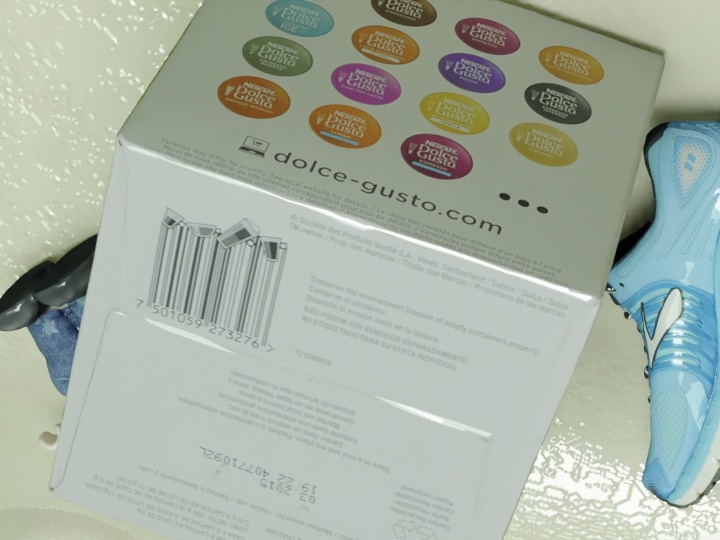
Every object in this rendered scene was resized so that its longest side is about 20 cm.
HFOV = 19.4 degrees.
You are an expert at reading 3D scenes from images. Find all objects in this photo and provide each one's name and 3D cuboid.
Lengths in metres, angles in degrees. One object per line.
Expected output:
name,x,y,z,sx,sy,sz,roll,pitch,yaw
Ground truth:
coffee box,0.000,0.000,0.932,0.199,0.198,0.200,19,128,4
sneaker,0.154,0.016,0.982,0.090,0.078,0.201,19,120,23
boy figurine,-0.112,0.081,1.105,0.124,0.064,0.200,-23,109,26
